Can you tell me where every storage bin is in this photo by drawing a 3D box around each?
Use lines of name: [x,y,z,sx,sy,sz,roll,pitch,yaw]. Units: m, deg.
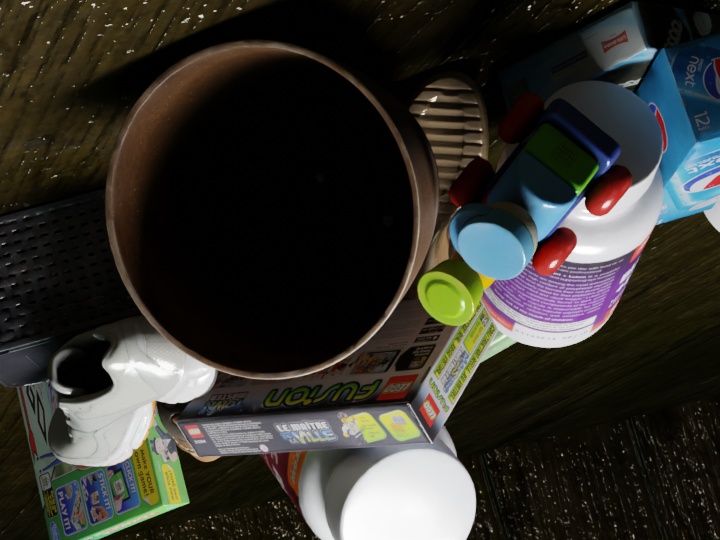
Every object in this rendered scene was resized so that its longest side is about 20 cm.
storage bin: [-0.172,0.006,1.304,0.199,0.094,0.135,-14,167,-2]

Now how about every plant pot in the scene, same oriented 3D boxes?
plant pot: [-0.027,-0.047,1.118,0.186,0.188,0.200,-20,-178,19]

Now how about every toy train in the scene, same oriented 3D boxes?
toy train: [0.073,-0.008,1.130,0.116,0.085,0.200,-49,177,-39]

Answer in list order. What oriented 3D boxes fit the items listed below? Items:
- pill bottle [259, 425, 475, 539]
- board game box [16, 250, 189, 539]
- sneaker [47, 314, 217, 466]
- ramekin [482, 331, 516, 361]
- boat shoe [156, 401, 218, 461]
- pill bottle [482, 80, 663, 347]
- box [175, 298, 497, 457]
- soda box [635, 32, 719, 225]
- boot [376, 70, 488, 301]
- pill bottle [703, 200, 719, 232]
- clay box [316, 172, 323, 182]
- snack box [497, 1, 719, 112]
pill bottle: [-0.002,0.126,1.282,0.113,0.115,0.200,-12,-158,-16]
board game box: [-0.205,0.098,1.412,0.134,0.201,0.029,-26,163,39]
sneaker: [-0.179,0.076,1.249,0.091,0.076,0.200,2,152,-34]
ramekin: [0.120,0.005,1.556,0.199,0.098,0.200,-30,173,-4]
boat shoe: [-0.095,0.053,1.404,0.075,0.201,0.074,15,149,20]
pill bottle: [0.139,-0.038,1.241,0.111,0.112,0.200,-13,155,-12]
box: [-0.018,0.070,1.227,0.199,0.035,0.110,-7,-145,38]
soda box: [0.219,-0.091,1.239,0.064,0.068,0.200,-16,167,-7]
boot: [0.053,-0.065,1.297,0.072,0.201,0.167,14,-154,6]
pill bottle: [0.360,-0.093,1.480,0.112,0.114,0.200,-9,166,-28]
clay box: [0.000,0.000,1.438,0.047,0.116,0.200,-15,167,1]
snack box: [0.199,-0.136,1.268,0.116,0.037,0.199,-25,165,39]
